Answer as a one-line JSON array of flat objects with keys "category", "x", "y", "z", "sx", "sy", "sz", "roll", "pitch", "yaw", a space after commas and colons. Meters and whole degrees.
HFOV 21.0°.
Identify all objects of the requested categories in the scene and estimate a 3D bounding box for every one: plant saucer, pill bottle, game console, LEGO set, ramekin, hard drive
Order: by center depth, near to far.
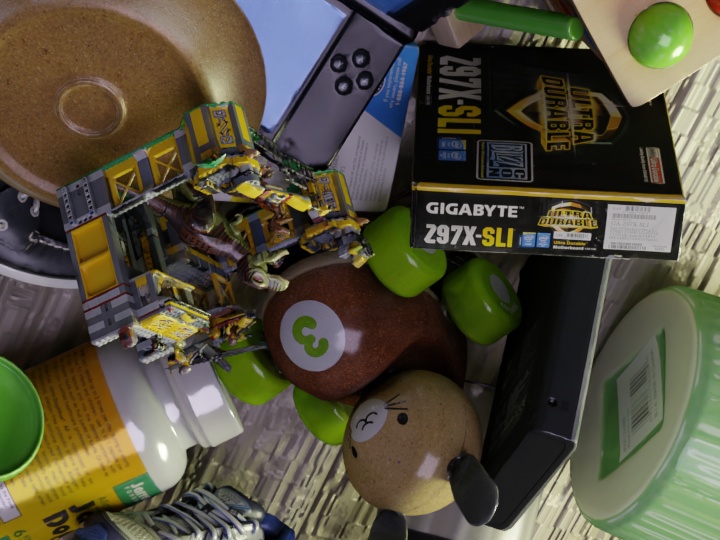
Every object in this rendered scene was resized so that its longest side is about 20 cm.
[{"category": "game console", "x": -0.050, "y": -0.161, "z": 1.111, "sx": 0.200, "sy": 0.119, "sz": 0.173, "roll": 32, "pitch": 92, "yaw": -20}, {"category": "LEGO set", "x": -0.077, "y": -0.001, "z": 1.125, "sx": 0.153, "sy": 0.116, "sz": 0.200, "roll": -21, "pitch": 158, "yaw": 11}, {"category": "plant saucer", "x": -0.155, "y": -0.103, "z": 1.128, "sx": 0.200, "sy": 0.035, "sz": 0.201, "roll": 1, "pitch": 128, "yaw": 2}, {"category": "hard drive", "x": 0.120, "y": 0.050, "z": 1.246, "sx": 0.033, "sy": 0.200, "sz": 0.140, "roll": 18, "pitch": 147, "yaw": -5}, {"category": "pill bottle", "x": -0.185, "y": 0.110, "z": 1.287, "sx": 0.200, "sy": 0.113, "sz": 0.113, "roll": -24, "pitch": 121, "yaw": -3}, {"category": "ramekin", "x": 0.229, "y": 0.108, "z": 1.359, "sx": 0.097, "sy": 0.200, "sz": 0.200, "roll": 21, "pitch": 110, "yaw": -16}]

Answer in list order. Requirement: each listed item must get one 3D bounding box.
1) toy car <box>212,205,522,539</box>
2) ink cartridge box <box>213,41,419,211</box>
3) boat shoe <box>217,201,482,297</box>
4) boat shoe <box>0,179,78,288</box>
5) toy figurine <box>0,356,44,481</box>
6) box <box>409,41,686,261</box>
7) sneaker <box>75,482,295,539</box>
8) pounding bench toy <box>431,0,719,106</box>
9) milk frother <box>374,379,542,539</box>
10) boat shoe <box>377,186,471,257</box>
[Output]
[{"category": "toy car", "x": 0.018, "y": 0.095, "z": 1.223, "sx": 0.164, "sy": 0.200, "sz": 0.158, "roll": -36, "pitch": 136, "yaw": 25}, {"category": "ink cartridge box", "x": -0.074, "y": -0.107, "z": 1.226, "sx": 0.199, "sy": 0.067, "sz": 0.117, "roll": 4, "pitch": 114, "yaw": -17}, {"category": "boat shoe", "x": 0.000, "y": 0.000, "z": 1.309, "sx": 0.201, "sy": 0.061, "sz": 0.072, "roll": 12, "pitch": 113, "yaw": -21}, {"category": "boat shoe", "x": -0.234, "y": -0.043, "z": 1.213, "sx": 0.199, "sy": 0.076, "sz": 0.060, "roll": 14, "pitch": 119, "yaw": -23}, {"category": "toy figurine", "x": -0.314, "y": 0.079, "z": 1.204, "sx": 0.200, "sy": 0.150, "sz": 0.184, "roll": 41, "pitch": 141, "yaw": -12}, {"category": "box", "x": 0.111, "y": -0.078, "z": 1.199, "sx": 0.159, "sy": 0.200, "sz": 0.049, "roll": 2, "pitch": 121, "yaw": 3}, {"category": "sneaker", "x": -0.112, "y": 0.175, "z": 1.291, "sx": 0.085, "sy": 0.077, "sz": 0.200, "roll": -53, "pitch": 149, "yaw": 6}, {"category": "pounding bench toy", "x": 0.143, "y": -0.181, "z": 1.197, "sx": 0.200, "sy": 0.156, "sz": 0.124, "roll": -33, "pitch": 121, "yaw": 4}, {"category": "milk frother", "x": 0.026, "y": 0.174, "z": 1.378, "sx": 0.199, "sy": 0.181, "sz": 0.189, "roll": 16, "pitch": 77, "yaw": 7}, {"category": "boat shoe", "x": 0.100, "y": -0.067, "z": 1.300, "sx": 0.202, "sy": 0.075, "sz": 0.075, "roll": -15, "pitch": 155, "yaw": -15}]
